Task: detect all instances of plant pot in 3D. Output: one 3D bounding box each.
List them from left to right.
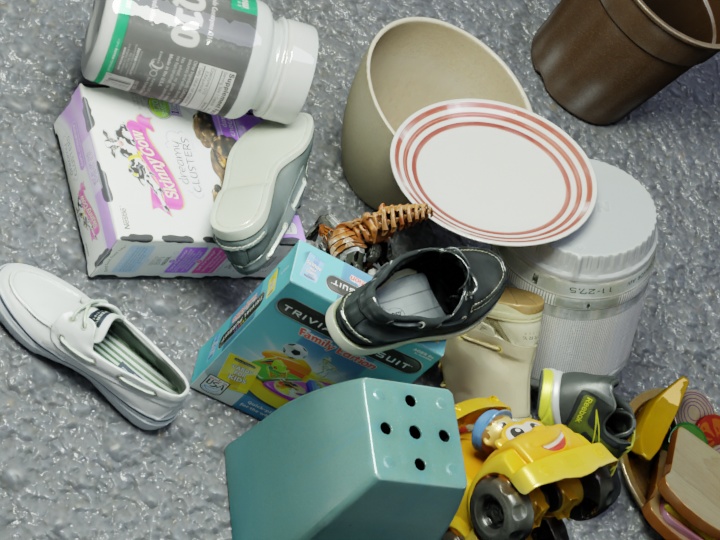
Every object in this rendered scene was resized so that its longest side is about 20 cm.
[{"bbox_3d":[-0.004,0.179,1.380,0.141,0.200,0.142,10,56,-29],"label":"plant pot"},{"bbox_3d":[0.315,-0.284,1.907,0.199,0.198,0.201,17,53,-23],"label":"plant pot"}]

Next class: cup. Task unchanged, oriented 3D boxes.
[{"bbox_3d":[0.058,-0.136,1.671,0.199,0.143,0.201,17,53,-25],"label":"cup"}]

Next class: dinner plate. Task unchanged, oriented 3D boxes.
[{"bbox_3d":[0.124,-0.089,1.539,0.199,0.024,0.201,7,47,-8],"label":"dinner plate"}]

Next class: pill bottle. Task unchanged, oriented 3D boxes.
[{"bbox_3d":[-0.147,-0.205,1.499,0.199,0.113,0.114,13,54,-18],"label":"pill bottle"}]

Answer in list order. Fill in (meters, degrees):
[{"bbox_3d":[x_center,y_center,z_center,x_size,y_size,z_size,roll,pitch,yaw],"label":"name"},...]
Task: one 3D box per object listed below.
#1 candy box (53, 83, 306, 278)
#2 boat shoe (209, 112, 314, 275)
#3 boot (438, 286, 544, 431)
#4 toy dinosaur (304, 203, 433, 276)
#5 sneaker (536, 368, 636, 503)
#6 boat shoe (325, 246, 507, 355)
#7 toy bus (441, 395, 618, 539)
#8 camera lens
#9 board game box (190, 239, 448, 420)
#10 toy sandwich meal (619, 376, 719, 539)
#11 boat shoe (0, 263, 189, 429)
[{"bbox_3d":[-0.169,-0.082,1.529,0.199,0.072,0.169,0,61,-35],"label":"candy box"},{"bbox_3d":[-0.086,-0.074,1.506,0.200,0.072,0.062,-69,151,-49],"label":"boat shoe"},{"bbox_3d":[0.085,0.086,1.578,0.073,0.199,0.156,-17,113,-52],"label":"boot"},{"bbox_3d":[0.000,0.000,1.499,0.102,0.200,0.136,-24,76,-22],"label":"toy dinosaur"},{"bbox_3d":[0.229,0.169,1.573,0.200,0.084,0.075,60,36,-45],"label":"sneaker"},{"bbox_3d":[0.062,0.013,1.350,0.199,0.066,0.075,-12,68,-39],"label":"boat shoe"},{"bbox_3d":[0.108,0.181,1.463,0.135,0.200,0.192,-8,51,-39],"label":"toy bus"},{"bbox_3d":[0.203,0.010,1.618,0.159,0.201,0.161,3,43,-3],"label":"camera lens"},{"bbox_3d":[-0.039,0.072,1.428,0.150,0.200,0.047,26,50,-17],"label":"board game box"},{"bbox_3d":[0.350,0.203,1.695,0.204,0.070,0.206,17,53,-24],"label":"toy sandwich meal"},{"bbox_3d":[-0.227,0.052,1.404,0.200,0.067,0.074,37,47,-8],"label":"boat shoe"}]
